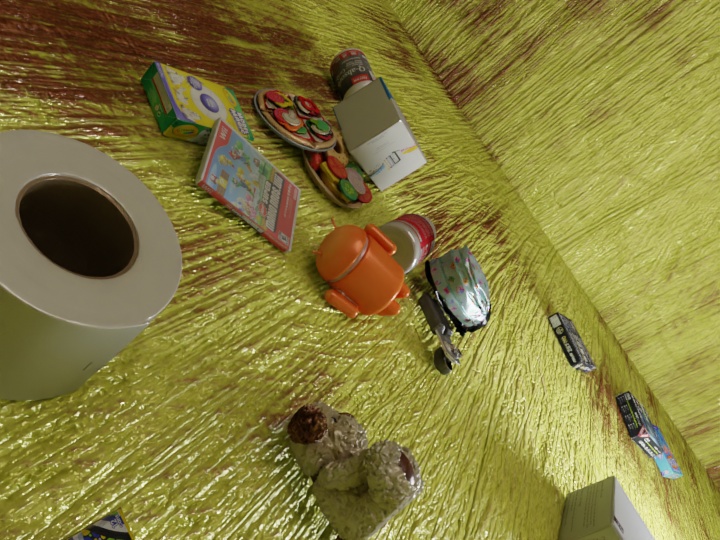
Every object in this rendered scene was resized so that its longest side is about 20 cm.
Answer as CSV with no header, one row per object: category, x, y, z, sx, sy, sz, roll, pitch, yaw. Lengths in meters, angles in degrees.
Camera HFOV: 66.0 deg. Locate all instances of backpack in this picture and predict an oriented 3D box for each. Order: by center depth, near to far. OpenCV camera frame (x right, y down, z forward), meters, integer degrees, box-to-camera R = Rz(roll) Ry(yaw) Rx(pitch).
backpack,0.231,0.034,1.294,0.200,0.125,0.169,47,18,-46

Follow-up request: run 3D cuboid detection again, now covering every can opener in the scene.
can opener,0.160,0.135,1.185,0.053,0.067,0.201,35,20,-31

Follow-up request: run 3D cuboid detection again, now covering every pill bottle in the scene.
pill bottle,0.103,-0.065,1.236,0.113,0.112,0.199,55,27,2
pill bottle,-0.007,-0.510,1.550,0.115,0.115,0.203,15,46,-50

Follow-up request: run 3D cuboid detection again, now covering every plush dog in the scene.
plush dog,-0.025,0.245,0.698,0.172,0.160,0.200,49,-4,22

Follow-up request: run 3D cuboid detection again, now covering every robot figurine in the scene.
robot figurine,0.001,-0.001,0.997,0.200,0.144,0.117,42,13,-22

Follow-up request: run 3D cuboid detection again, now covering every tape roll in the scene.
tape roll,-0.287,-0.004,0.511,0.202,0.138,0.205,39,31,-29

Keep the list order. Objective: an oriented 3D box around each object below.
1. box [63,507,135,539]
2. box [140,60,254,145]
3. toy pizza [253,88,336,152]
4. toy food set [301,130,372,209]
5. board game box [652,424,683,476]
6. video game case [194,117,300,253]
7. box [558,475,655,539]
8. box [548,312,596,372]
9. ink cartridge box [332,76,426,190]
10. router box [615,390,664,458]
box,-0.184,0.300,0.423,0.202,0.064,0.070,59,27,9
box,-0.263,-0.270,0.947,0.199,0.048,0.119,0,60,-60
toy pizza,-0.133,-0.330,1.184,0.197,0.032,0.203,25,36,-20
toy food set,-0.051,-0.222,1.232,0.199,0.048,0.200,53,27,-5
board game box,1.188,0.714,2.195,0.151,0.045,0.203,26,40,-44
video game case,-0.178,-0.139,0.922,0.199,0.017,0.145,40,41,-38
box,0.543,0.597,1.191,0.201,0.130,0.199,58,27,5
box,0.772,0.262,2.022,0.160,0.049,0.203,20,43,-46
ink cartridge box,0.050,-0.330,1.364,0.200,0.143,0.150,38,27,-59
router box,1.066,0.587,2.119,0.150,0.062,0.202,42,30,-25
